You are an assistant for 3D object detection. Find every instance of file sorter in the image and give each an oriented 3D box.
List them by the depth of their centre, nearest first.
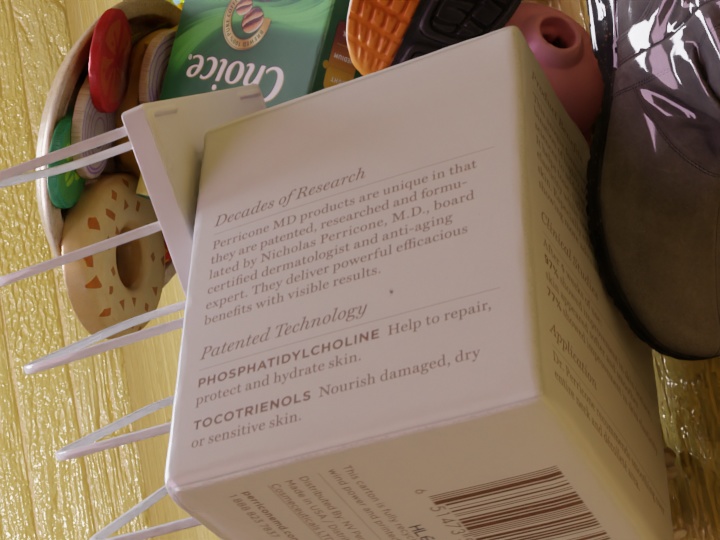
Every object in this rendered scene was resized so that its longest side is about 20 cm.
[{"bbox_3d":[-0.096,0.024,0.817,0.200,0.124,0.139,70,-158,-4],"label":"file sorter"}]

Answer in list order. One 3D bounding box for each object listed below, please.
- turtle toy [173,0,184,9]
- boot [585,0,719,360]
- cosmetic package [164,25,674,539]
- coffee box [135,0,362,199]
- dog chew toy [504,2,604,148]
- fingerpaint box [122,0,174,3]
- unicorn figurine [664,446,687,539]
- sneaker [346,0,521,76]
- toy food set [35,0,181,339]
[{"bbox_3d":[-0.049,-0.174,1.115,0.200,0.146,0.101,44,-169,-39],"label":"turtle toy"},{"bbox_3d":[0.147,-0.058,0.647,0.132,0.070,0.200,-179,77,-69],"label":"boot"},{"bbox_3d":[0.032,0.035,0.724,0.167,0.166,0.200,51,-150,-43],"label":"cosmetic package"},{"bbox_3d":[-0.053,-0.125,0.916,0.123,0.044,0.200,16,92,40],"label":"coffee box"},{"bbox_3d":[0.064,-0.064,0.848,0.200,0.124,0.125,123,138,-54],"label":"dog chew toy"},{"bbox_3d":[-0.092,-0.221,1.204,0.200,0.166,0.073,102,173,-53],"label":"fingerpaint box"},{"bbox_3d":[0.077,0.116,0.834,0.200,0.137,0.074,153,103,-76],"label":"unicorn figurine"},{"bbox_3d":[0.059,-0.177,0.793,0.200,0.076,0.092,-57,6,1],"label":"sneaker"},{"bbox_3d":[-0.132,-0.072,0.987,0.200,0.049,0.198,-43,-44,-53],"label":"toy food set"}]
